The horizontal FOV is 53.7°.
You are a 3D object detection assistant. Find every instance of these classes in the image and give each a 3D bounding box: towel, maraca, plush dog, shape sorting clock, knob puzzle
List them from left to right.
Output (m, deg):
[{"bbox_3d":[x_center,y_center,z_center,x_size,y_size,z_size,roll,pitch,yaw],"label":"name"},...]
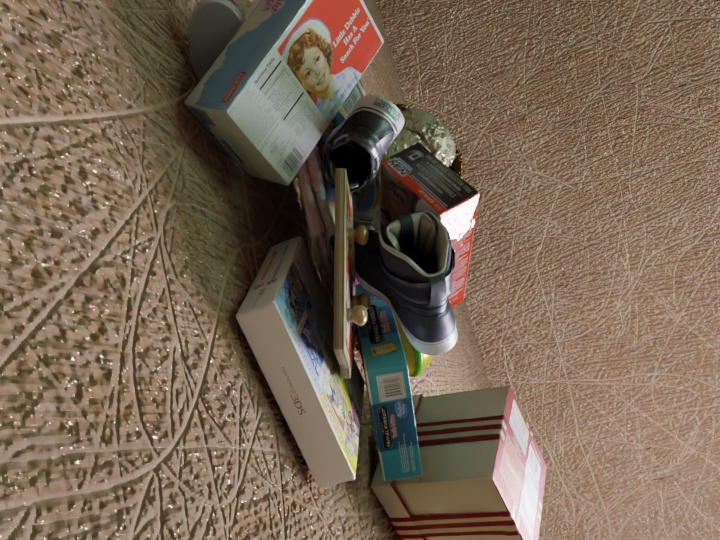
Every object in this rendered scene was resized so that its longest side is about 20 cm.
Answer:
[{"bbox_3d":[-0.049,-0.070,0.852,0.200,0.032,0.191,83,-6,-62],"label":"towel"},{"bbox_3d":[-0.047,-0.157,0.919,0.200,0.039,0.200,40,-29,27],"label":"shape sorting clock"},{"bbox_3d":[-0.005,0.014,0.747,0.220,0.030,0.220,-1,90,-88],"label":"knob puzzle"},{"bbox_3d":[0.049,0.084,1.071,0.200,0.107,0.138,-141,-140,-67],"label":"maraca"},{"bbox_3d":[0.063,-0.164,1.010,0.200,0.160,0.172,44,56,-5],"label":"plush dog"}]

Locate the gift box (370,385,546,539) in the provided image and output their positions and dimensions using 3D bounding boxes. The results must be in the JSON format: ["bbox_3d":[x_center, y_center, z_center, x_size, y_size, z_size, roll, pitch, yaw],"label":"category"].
[{"bbox_3d":[0.131,0.269,0.946,0.185,0.186,0.200,65,29,-21],"label":"gift box"}]

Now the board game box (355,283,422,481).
[{"bbox_3d":[0.028,0.124,0.853,0.200,0.047,0.151,-103,-176,-64],"label":"board game box"}]

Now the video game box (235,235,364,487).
[{"bbox_3d":[-0.052,0.087,0.735,0.182,0.047,0.200,-86,155,-70],"label":"video game box"}]

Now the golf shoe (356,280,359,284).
[{"bbox_3d":[0.000,0.000,1.021,0.200,0.091,0.076,-10,91,-66],"label":"golf shoe"}]

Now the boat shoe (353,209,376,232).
[{"bbox_3d":[0.002,-0.113,1.133,0.200,0.073,0.062,-98,-167,-64],"label":"boat shoe"}]

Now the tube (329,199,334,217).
[{"bbox_3d":[-0.043,-0.104,1.058,0.200,0.058,0.052,-82,-174,-53],"label":"tube"}]

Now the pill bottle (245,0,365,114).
[{"bbox_3d":[-0.077,-0.294,1.010,0.200,0.116,0.116,55,21,-54],"label":"pill bottle"}]

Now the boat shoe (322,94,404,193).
[{"bbox_3d":[-0.010,-0.118,0.780,0.072,0.068,0.200,33,-18,-8],"label":"boat shoe"}]

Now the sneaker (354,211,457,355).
[{"bbox_3d":[0.040,-0.022,0.786,0.202,0.077,0.146,49,-20,44],"label":"sneaker"}]

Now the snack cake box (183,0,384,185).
[{"bbox_3d":[-0.070,-0.202,0.715,0.200,0.067,0.115,-58,140,-15],"label":"snack cake box"}]

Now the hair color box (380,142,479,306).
[{"bbox_3d":[0.079,-0.044,0.881,0.111,0.064,0.200,46,-26,32],"label":"hair color box"}]

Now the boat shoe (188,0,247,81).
[{"bbox_3d":[-0.124,-0.209,0.781,0.086,0.074,0.202,-93,163,-50],"label":"boat shoe"}]
